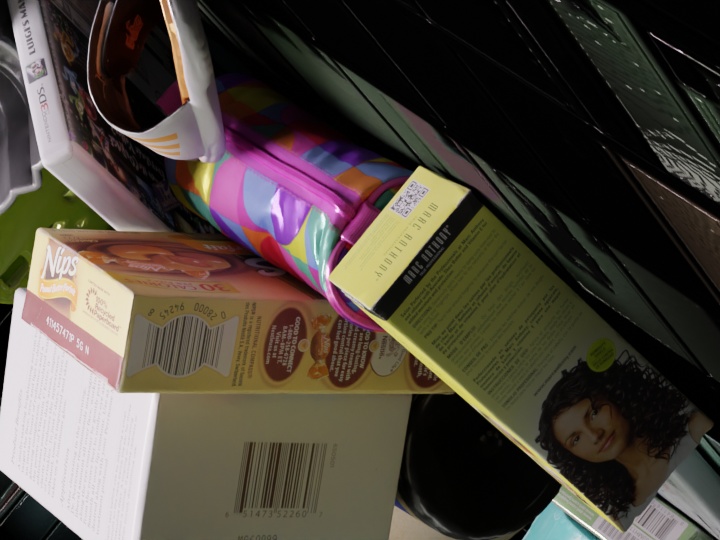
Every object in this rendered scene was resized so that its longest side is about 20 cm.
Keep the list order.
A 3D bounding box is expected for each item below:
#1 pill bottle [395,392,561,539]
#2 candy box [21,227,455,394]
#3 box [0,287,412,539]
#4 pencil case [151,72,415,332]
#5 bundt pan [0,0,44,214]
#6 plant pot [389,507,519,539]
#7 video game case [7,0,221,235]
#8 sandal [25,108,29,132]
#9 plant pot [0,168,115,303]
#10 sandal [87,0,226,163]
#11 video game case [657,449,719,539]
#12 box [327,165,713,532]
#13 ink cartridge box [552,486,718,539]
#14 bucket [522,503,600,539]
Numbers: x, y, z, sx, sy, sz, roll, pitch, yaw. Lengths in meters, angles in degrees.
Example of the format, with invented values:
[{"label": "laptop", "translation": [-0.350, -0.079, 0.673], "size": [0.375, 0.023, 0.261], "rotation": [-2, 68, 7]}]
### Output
[{"label": "pill bottle", "translation": [0.026, 0.072, 1.524], "size": [0.112, 0.112, 0.200], "rotation": [42, 172, -30]}, {"label": "candy box", "translation": [-0.058, 0.021, 1.384], "size": [0.200, 0.055, 0.115], "rotation": [3, -163, -33]}, {"label": "box", "translation": [-0.089, 0.086, 1.460], "size": [0.152, 0.106, 0.200], "rotation": [3, -168, -29]}, {"label": "pencil case", "translation": [-0.029, -0.037, 1.352], "size": [0.088, 0.088, 0.200], "rotation": [42, 173, -38]}, {"label": "bundt pan", "translation": [-0.259, -0.108, 1.452], "size": [0.202, 0.202, 0.076], "rotation": [43, -144, -41]}, {"label": "plant pot", "translation": [0.040, 0.159, 2.012], "size": [0.187, 0.200, 0.187], "rotation": [40, 175, 4]}, {"label": "video game case", "translation": [-0.133, -0.091, 1.460], "size": [0.200, 0.023, 0.182], "rotation": [46, -156, -56]}, {"label": "sandal", "translation": [-0.122, -0.046, 1.569], "size": [0.200, 0.054, 0.080], "rotation": [29, -141, -34]}, {"label": "plant pot", "translation": [-0.219, -0.092, 1.688], "size": [0.200, 0.199, 0.181], "rotation": [37, -179, 29]}, {"label": "sandal", "translation": [-0.101, -0.103, 1.264], "size": [0.207, 0.059, 0.079], "rotation": [87, 170, -77]}, {"label": "video game case", "translation": [0.148, 0.090, 1.576], "size": [0.182, 0.022, 0.200], "rotation": [36, 176, 35]}, {"label": "box", "translation": [0.080, 0.039, 1.288], "size": [0.200, 0.075, 0.050], "rotation": [40, 177, -31]}, {"label": "ink cartridge box", "translation": [0.189, 0.168, 1.737], "size": [0.146, 0.048, 0.200], "rotation": [36, 178, 34]}, {"label": "bucket", "translation": [0.179, 0.245, 1.820], "size": [0.207, 0.135, 0.207], "rotation": [26, -167, -6]}]
